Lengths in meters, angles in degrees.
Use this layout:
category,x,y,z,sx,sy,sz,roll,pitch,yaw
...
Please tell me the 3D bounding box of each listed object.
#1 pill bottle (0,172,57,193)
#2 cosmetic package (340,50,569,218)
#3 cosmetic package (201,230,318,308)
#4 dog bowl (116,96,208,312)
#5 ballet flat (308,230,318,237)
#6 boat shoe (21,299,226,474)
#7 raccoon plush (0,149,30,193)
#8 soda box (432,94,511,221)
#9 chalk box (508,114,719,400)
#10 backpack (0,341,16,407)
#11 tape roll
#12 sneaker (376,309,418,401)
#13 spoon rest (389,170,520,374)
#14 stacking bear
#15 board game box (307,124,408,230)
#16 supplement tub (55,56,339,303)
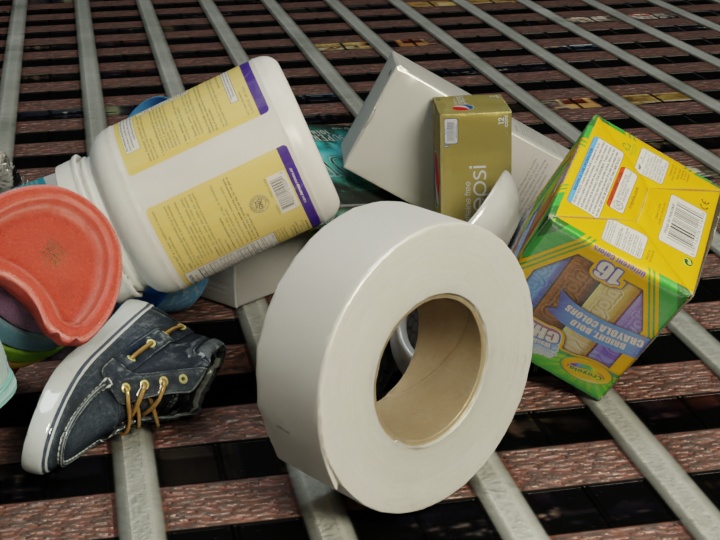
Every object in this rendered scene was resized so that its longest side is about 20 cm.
category,x,y,z,sx,sy,sz,roll,pitch,yaw
pill bottle,-0.294,-0.017,1.296,0.198,0.112,0.111,-22,24,-10
cosmetic package,0.091,-0.103,1.353,0.199,0.108,0.085,29,15,-10
cosmetic package,-0.086,-0.037,1.450,0.106,0.091,0.199,17,29,42
dog bowl,-0.179,-0.055,1.358,0.111,0.203,0.049,-6,-13,44
ballet flat,0.000,0.000,1.344,0.066,0.068,0.200,-4,29,-18
boat shoe,-0.173,0.093,1.111,0.090,0.071,0.201,21,34,8
raccoon plush,-0.301,-0.071,1.413,0.096,0.202,0.134,-22,31,-5
soda box,0.097,-0.047,1.292,0.063,0.202,0.068,-2,19,-2
chalk box,0.175,0.004,1.165,0.123,0.201,0.125,29,50,-2
backpack,-0.339,0.082,1.011,0.198,0.155,0.176,-10,17,27
tape roll,0.026,0.059,1.004,0.201,0.205,0.070,-17,26,-38
sneaker,-0.013,0.059,1.185,0.082,0.073,0.200,2,23,23
spoon rest,0.075,0.001,1.181,0.060,0.100,0.201,26,59,1
stacking bear,-0.271,0.030,1.135,0.200,0.121,0.114,-40,12,45
board game box,-0.031,-0.089,1.369,0.135,0.028,0.199,42,28,28
supplement tub,-0.131,-0.071,1.202,0.198,0.147,0.146,-25,21,0
